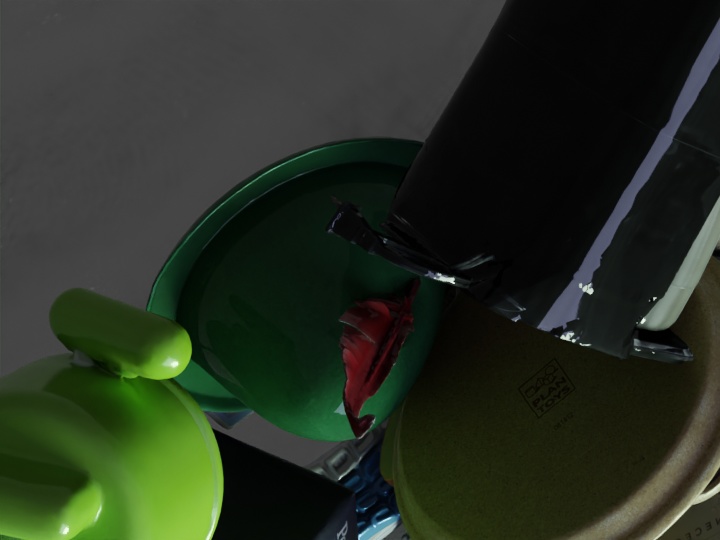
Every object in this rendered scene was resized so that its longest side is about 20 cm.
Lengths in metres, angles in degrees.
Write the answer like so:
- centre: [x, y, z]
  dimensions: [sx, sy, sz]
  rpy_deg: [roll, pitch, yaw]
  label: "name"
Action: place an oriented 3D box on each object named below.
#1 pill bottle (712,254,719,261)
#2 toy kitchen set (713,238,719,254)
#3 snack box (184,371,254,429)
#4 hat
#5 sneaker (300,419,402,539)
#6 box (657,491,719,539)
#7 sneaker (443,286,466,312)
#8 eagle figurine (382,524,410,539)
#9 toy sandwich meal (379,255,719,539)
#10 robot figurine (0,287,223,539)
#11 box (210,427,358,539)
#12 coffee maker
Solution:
- centre: [0.225, 0.051, 1.446]
  dimensions: [0.199, 0.111, 0.111]
  rpy_deg: [4, 142, -19]
  label: "pill bottle"
- centre: [0.183, -0.102, 1.370]
  dimensions: [0.199, 0.182, 0.163]
  rpy_deg: [5, 176, -13]
  label: "toy kitchen set"
- centre: [0.000, 0.000, 1.355]
  dimensions: [0.200, 0.024, 0.072]
  rpy_deg: [-38, 159, 1]
  label: "snack box"
- centre: [0.009, 0.057, 1.240]
  dimensions: [0.199, 0.176, 0.166]
  rpy_deg: [-3, 133, -38]
  label: "hat"
- centre: [-0.021, 0.135, 1.536]
  dimensions: [0.199, 0.075, 0.087]
  rpy_deg: [-28, 167, -14]
  label: "sneaker"
- centre: [0.168, 0.155, 1.364]
  dimensions: [0.199, 0.131, 0.200]
  rpy_deg: [-32, 139, 26]
  label: "box"
- centre: [0.072, 0.018, 1.457]
  dimensions: [0.089, 0.068, 0.200]
  rpy_deg: [6, 170, -7]
  label: "sneaker"
- centre: [0.093, 0.133, 1.549]
  dimensions: [0.150, 0.152, 0.201]
  rpy_deg: [-6, 140, -8]
  label: "eagle figurine"
- centre: [0.096, 0.070, 1.285]
  dimensions: [0.205, 0.205, 0.070]
  rpy_deg: [-40, 131, 8]
  label: "toy sandwich meal"
- centre: [-0.126, 0.098, 1.203]
  dimensions: [0.200, 0.115, 0.176]
  rpy_deg: [-31, 129, -76]
  label: "robot figurine"
- centre: [-0.094, 0.213, 1.362]
  dimensions: [0.200, 0.117, 0.197]
  rpy_deg: [-49, 149, -38]
  label: "box"
- centre: [0.109, -0.076, 1.157]
  dimensions: [0.201, 0.134, 0.192]
  rpy_deg: [-63, 163, 12]
  label: "coffee maker"
